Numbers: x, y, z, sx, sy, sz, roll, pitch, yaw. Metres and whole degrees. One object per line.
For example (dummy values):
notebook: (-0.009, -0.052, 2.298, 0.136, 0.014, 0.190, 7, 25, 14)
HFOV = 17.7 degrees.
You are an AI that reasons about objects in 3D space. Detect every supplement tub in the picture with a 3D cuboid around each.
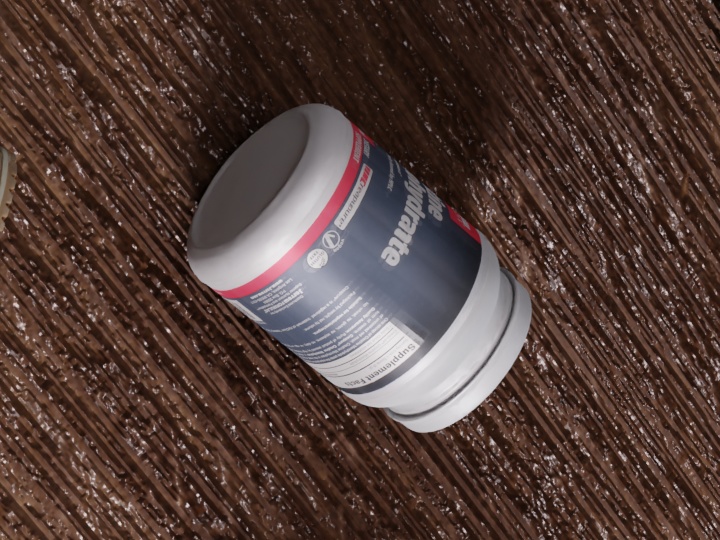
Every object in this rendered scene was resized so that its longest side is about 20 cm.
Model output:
supplement tub: (0.000, 0.000, 1.501, 0.200, 0.140, 0.140, 39, 72, -24)

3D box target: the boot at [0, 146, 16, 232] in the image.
boot: (-0.287, -0.009, 1.376, 0.107, 0.075, 0.200, 39, 73, -20)
